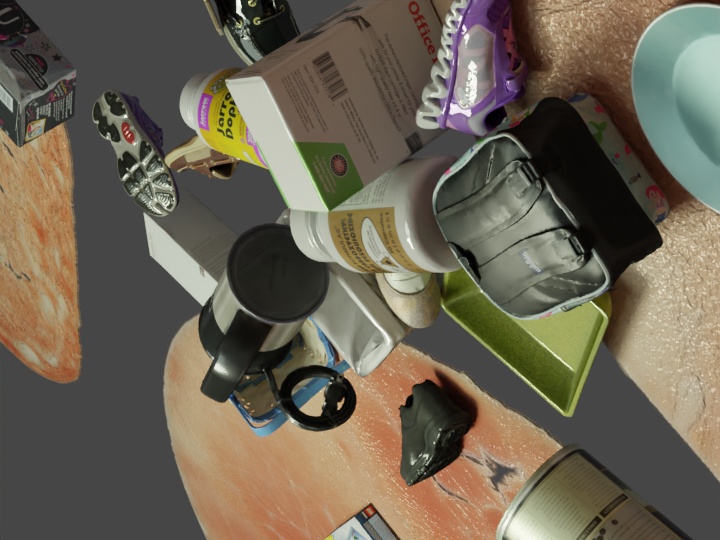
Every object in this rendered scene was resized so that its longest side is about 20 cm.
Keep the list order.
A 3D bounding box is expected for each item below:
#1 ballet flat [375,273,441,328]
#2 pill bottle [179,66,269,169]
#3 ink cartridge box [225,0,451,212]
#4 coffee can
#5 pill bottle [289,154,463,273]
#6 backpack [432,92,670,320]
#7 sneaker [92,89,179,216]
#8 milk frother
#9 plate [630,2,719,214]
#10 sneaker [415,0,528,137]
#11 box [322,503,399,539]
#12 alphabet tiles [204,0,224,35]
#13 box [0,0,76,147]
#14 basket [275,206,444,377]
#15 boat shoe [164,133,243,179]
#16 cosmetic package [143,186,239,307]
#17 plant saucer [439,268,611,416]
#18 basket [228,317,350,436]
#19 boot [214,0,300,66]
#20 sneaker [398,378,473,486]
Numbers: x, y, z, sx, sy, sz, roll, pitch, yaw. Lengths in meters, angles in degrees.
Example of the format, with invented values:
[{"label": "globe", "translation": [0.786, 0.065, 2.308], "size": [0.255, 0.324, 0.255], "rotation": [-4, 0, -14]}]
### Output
[{"label": "ballet flat", "translation": [0.040, -0.034, 1.495], "size": [0.067, 0.068, 0.201], "rotation": [79, 173, -85]}, {"label": "pill bottle", "translation": [-0.129, -0.182, 1.615], "size": [0.200, 0.104, 0.105], "rotation": [22, 139, 46]}, {"label": "ink cartridge box", "translation": [-0.007, -0.169, 1.327], "size": [0.084, 0.200, 0.146], "rotation": [7, 128, 58]}, {"label": "coffee can", "translation": [0.270, 0.309, 1.504], "size": [0.200, 0.146, 0.147], "rotation": [40, 150, 26]}, {"label": "pill bottle", "translation": [0.023, -0.054, 1.389], "size": [0.200, 0.114, 0.115], "rotation": [-1, 122, 49]}, {"label": "backpack", "translation": [0.165, -0.054, 1.240], "size": [0.178, 0.150, 0.200], "rotation": [54, 147, 1]}, {"label": "sneaker", "translation": [-0.297, -0.171, 1.921], "size": [0.081, 0.083, 0.201], "rotation": [-36, 73, 32]}, {"label": "milk frother", "translation": [-0.077, 0.073, 1.556], "size": [0.199, 0.181, 0.188], "rotation": [12, 156, -12]}, {"label": "plate", "translation": [0.299, -0.124, 1.080], "size": [0.200, 0.026, 0.201], "rotation": [38, 149, 27]}, {"label": "sneaker", "translation": [0.116, -0.197, 1.241], "size": [0.088, 0.081, 0.201], "rotation": [26, 138, 10]}, {"label": "box", "translation": [0.017, 0.462, 2.212], "size": [0.137, 0.038, 0.200], "rotation": [51, 153, 6]}, {"label": "alphabet tiles", "translation": [-0.190, -0.341, 1.519], "size": [0.200, 0.006, 0.167], "rotation": [-119, 5, -82]}, {"label": "box", "translation": [-0.541, -0.318, 2.109], "size": [0.200, 0.115, 0.132], "rotation": [46, 151, 12]}, {"label": "basket", "translation": [0.000, 0.000, 1.601], "size": [0.200, 0.123, 0.136], "rotation": [51, 154, 7]}, {"label": "boat shoe", "translation": [-0.196, -0.150, 1.803], "size": [0.072, 0.072, 0.200], "rotation": [57, 149, -9]}, {"label": "cosmetic package", "translation": [-0.220, -0.015, 1.985], "size": [0.200, 0.081, 0.113], "rotation": [39, 152, 25]}, {"label": "plant saucer", "translation": [0.178, 0.030, 1.431], "size": [0.200, 0.048, 0.200], "rotation": [42, 151, 23]}, {"label": "basket", "translation": [-0.114, 0.134, 1.886], "size": [0.200, 0.176, 0.139], "rotation": [33, 156, 51]}, {"label": "boot", "translation": [-0.104, -0.303, 1.457], "size": [0.204, 0.073, 0.154], "rotation": [59, 158, -3]}, {"label": "sneaker", "translation": [0.086, 0.209, 1.784], "size": [0.091, 0.076, 0.200], "rotation": [53, 148, 23]}]
